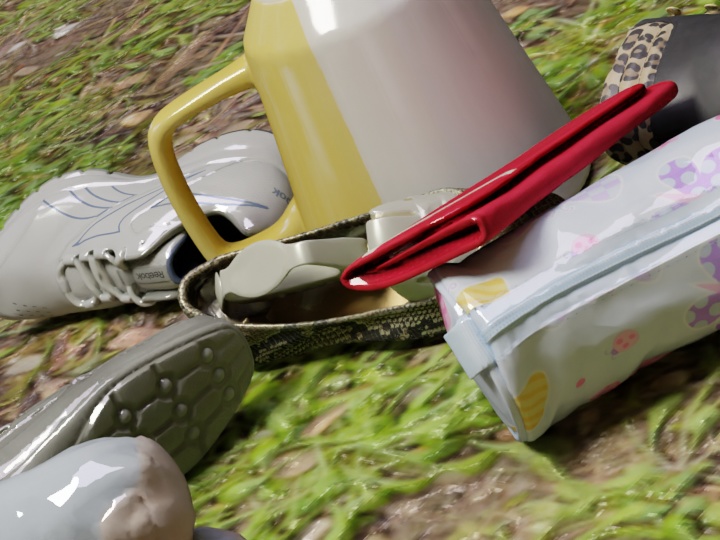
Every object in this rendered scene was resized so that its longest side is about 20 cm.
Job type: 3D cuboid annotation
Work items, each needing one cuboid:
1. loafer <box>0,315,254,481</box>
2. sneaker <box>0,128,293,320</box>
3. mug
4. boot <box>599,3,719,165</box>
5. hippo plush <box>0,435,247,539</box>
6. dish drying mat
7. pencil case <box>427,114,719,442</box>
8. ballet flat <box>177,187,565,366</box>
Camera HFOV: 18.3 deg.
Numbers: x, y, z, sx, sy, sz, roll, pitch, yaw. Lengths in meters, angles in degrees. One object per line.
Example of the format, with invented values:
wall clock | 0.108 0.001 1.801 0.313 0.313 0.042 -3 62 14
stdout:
loafer | -0.136 0.085 1.011 0.200 0.070 0.070 -37 32 -20
sneaker | -0.124 -0.015 1.218 0.200 0.075 0.087 -21 28 18
mug | 0.003 -0.079 1.101 0.186 0.153 0.149 -36 24 -20
boot | 0.212 -0.114 1.055 0.150 0.073 0.200 -5 36 43
hippo plush | -0.120 0.147 0.722 0.159 0.200 0.161 -38 25 27
dish drying mat | 0.068 -0.039 0.951 0.077 0.018 0.200 -27 5 36
pencil case | 0.127 -0.009 0.898 0.200 0.083 0.091 -28 5 0
ballet flat | 0.000 0.000 1.031 0.200 0.075 0.068 -15 64 30
